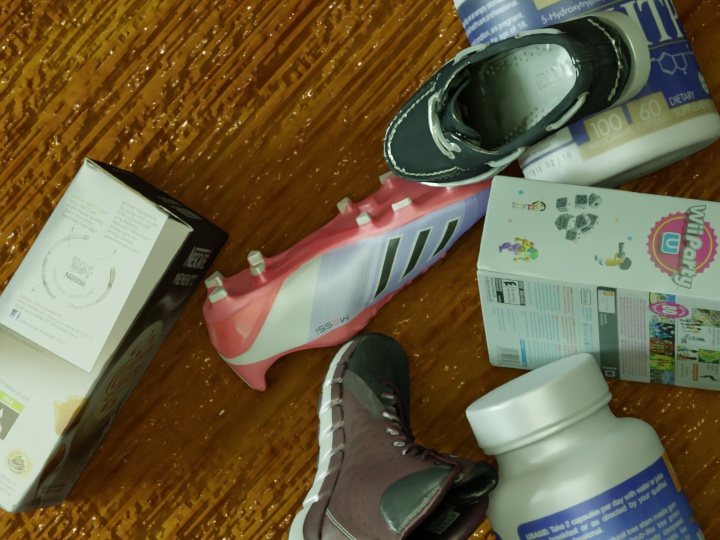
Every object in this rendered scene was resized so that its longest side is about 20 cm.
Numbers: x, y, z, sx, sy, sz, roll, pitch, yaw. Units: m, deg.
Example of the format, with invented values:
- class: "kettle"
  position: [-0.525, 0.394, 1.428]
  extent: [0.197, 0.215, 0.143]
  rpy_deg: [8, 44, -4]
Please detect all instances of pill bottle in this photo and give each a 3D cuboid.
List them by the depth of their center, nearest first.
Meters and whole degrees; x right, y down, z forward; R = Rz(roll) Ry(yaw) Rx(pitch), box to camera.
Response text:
- class: "pill bottle"
  position: [0.139, 0.154, 1.717]
  extent: [0.112, 0.112, 0.200]
  rpy_deg: [-24, 94, 7]
- class: "pill bottle"
  position: [0.122, -0.148, 1.733]
  extent: [0.120, 0.120, 0.200]
  rpy_deg: [-23, 86, 7]

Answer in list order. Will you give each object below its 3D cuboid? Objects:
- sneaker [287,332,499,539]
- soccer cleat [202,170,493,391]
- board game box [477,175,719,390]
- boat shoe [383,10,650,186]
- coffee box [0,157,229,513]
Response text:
- class: "sneaker"
  position: [0.033, 0.109, 1.710]
  extent: [0.115, 0.200, 0.076]
  rpy_deg: [-17, 131, 29]
- class: "soccer cleat"
  position: [0.000, 0.000, 1.782]
  extent: [0.200, 0.067, 0.077]
  rpy_deg: [-27, 111, 3]
- class: "board game box"
  position: [0.173, 0.013, 1.706]
  extent: [0.200, 0.148, 0.064]
  rpy_deg: [8, 69, 8]
- class: "boat shoe"
  position: [0.073, -0.095, 1.669]
  extent: [0.200, 0.060, 0.076]
  rpy_deg: [-30, 80, 45]
- class: "coffee box"
  position: [-0.172, 0.040, 1.772]
  extent: [0.080, 0.114, 0.200]
  rpy_deg: [33, 94, 8]
